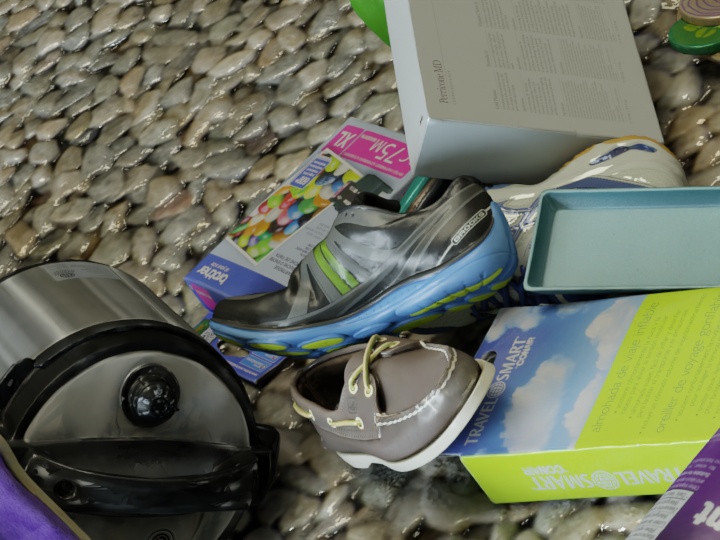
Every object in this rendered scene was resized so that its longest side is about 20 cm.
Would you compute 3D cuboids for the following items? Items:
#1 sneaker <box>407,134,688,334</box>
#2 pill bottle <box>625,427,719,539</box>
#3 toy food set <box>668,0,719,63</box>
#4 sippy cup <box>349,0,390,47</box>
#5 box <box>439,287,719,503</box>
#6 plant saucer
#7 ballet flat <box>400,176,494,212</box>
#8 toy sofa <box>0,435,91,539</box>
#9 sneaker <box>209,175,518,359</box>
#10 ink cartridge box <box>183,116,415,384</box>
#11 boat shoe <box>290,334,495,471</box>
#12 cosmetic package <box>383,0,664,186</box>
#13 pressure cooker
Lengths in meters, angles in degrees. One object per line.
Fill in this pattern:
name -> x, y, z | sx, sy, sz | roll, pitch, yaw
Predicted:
sneaker -> 0.103, -0.009, 1.518 | 0.199, 0.075, 0.088 | -29, 34, 15
pill bottle -> 0.170, 0.158, 1.190 | 0.200, 0.112, 0.111 | -48, 33, -18
toy food set -> 0.283, -0.200, 1.625 | 0.200, 0.049, 0.198 | -46, 32, -15
sippy cup -> 0.045, -0.253, 1.852 | 0.139, 0.131, 0.178 | -31, 31, 8
box -> 0.144, 0.068, 1.399 | 0.199, 0.048, 0.122 | -7, 40, 41
plant saucer -> 0.193, -0.015, 1.436 | 0.199, 0.019, 0.070 | -1, 57, 23
ballet flat -> 0.080, -0.078, 1.640 | 0.073, 0.073, 0.200 | -13, 33, 33
toy sofa -> -0.198, 0.186, 1.430 | 0.097, 0.200, 0.083 | -20, 33, 34
sneaker -> 0.000, 0.000, 1.516 | 0.199, 0.071, 0.083 | -22, 72, 24
ink cartridge box -> -0.036, -0.016, 1.701 | 0.200, 0.042, 0.119 | -46, 32, -14
boat shoe -> 0.014, 0.070, 1.445 | 0.072, 0.059, 0.200 | -54, 12, -17
cosmetic package -> 0.098, -0.131, 1.611 | 0.150, 0.052, 0.201 | 8, 39, -12
pressure cooker -> -0.159, 0.098, 1.531 | 0.176, 0.179, 0.200 | -38, 30, -10
